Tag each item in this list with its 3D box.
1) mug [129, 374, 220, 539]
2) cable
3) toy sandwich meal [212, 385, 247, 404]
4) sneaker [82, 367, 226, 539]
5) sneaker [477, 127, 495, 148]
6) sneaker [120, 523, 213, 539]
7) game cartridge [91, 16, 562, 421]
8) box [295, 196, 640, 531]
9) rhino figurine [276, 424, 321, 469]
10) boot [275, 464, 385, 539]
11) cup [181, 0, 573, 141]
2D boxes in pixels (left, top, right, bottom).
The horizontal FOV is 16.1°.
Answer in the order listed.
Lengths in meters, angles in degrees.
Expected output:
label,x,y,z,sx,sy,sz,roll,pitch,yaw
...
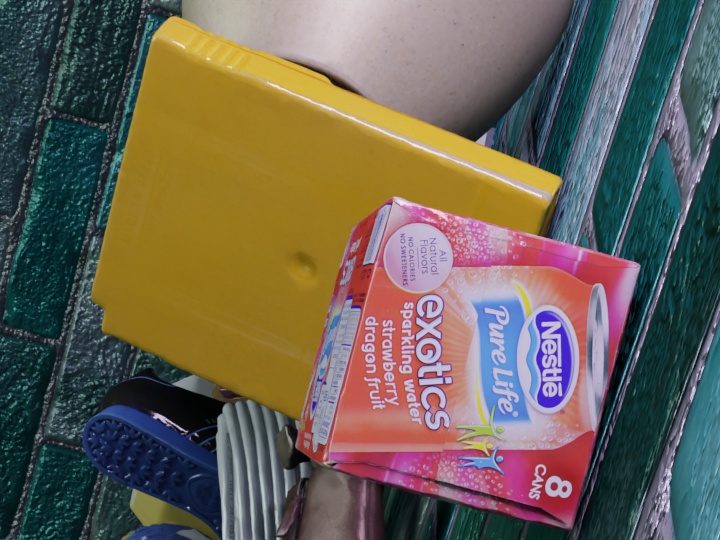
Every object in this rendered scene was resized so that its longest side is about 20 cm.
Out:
label,x,y,z,sx,sy,sz,roll,pitch,yaw
mug,-0.073,0.146,1.710,0.187,0.153,0.150,-86,13,-69
cable,-0.044,0.171,1.456,0.200,0.069,0.201,95,169,-71
toy sandwich meal,-0.038,0.008,1.678,0.205,0.070,0.206,-29,35,24
sneaker,-0.076,0.130,1.612,0.070,0.200,0.078,-58,-3,36
sneaker,0.020,-0.020,1.516,0.070,0.082,0.200,-80,6,-46
sneaker,-0.082,0.242,1.571,0.075,0.200,0.088,-33,26,3
game cartridge,-0.022,-0.008,1.206,0.032,0.199,0.177,-54,-15,-54
box,0.035,0.036,0.974,0.200,0.095,0.100,150,135,-85
rhino figurine,0.026,0.025,1.290,0.060,0.087,0.201,55,136,45
boot,-0.028,0.198,1.307,0.200,0.072,0.167,136,139,-57
cup,-0.009,-0.113,1.253,0.201,0.200,0.144,110,-177,-50
